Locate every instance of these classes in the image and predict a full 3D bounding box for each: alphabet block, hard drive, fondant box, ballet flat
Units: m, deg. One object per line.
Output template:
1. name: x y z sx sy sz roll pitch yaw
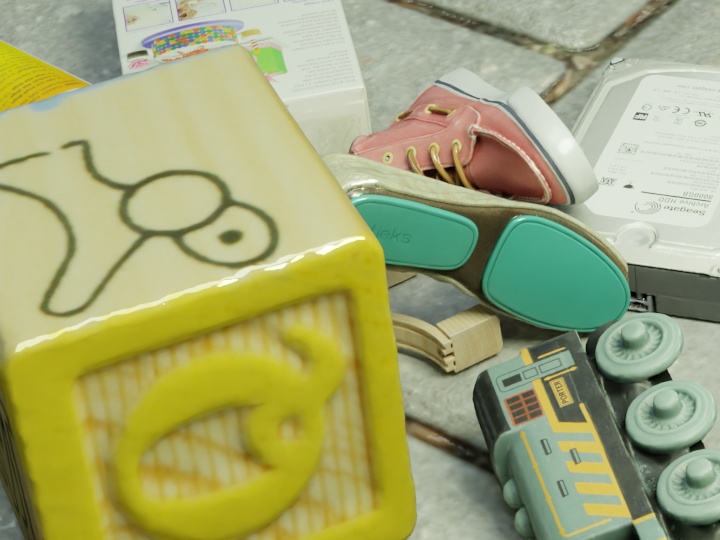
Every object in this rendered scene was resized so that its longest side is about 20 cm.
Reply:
1. alphabet block: -0.100 0.034 1.337 0.194 0.197 0.200 -18 38 -11
2. hard drive: 0.181 -0.051 1.527 0.139 0.038 0.200 9 41 22
3. fondant box: -0.078 -0.133 1.669 0.143 0.059 0.200 -11 36 -3
4. ballet flat: 0.059 -0.022 1.422 0.199 0.068 0.062 19 23 -28

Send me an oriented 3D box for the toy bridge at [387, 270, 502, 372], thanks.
1. toy bridge: 0.000 0.000 1.501 0.067 0.027 0.200 -25 40 -19

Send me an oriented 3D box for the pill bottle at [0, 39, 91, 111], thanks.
1. pill bottle: -0.201 -0.070 1.566 0.199 0.110 0.109 27 49 38

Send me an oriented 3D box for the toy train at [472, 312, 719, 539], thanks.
1. toy train: 0.127 0.103 1.303 0.113 0.085 0.200 -22 39 2

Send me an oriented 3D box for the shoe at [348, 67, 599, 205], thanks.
1. shoe: 0.059 -0.057 1.497 0.091 0.072 0.200 -35 21 -8
